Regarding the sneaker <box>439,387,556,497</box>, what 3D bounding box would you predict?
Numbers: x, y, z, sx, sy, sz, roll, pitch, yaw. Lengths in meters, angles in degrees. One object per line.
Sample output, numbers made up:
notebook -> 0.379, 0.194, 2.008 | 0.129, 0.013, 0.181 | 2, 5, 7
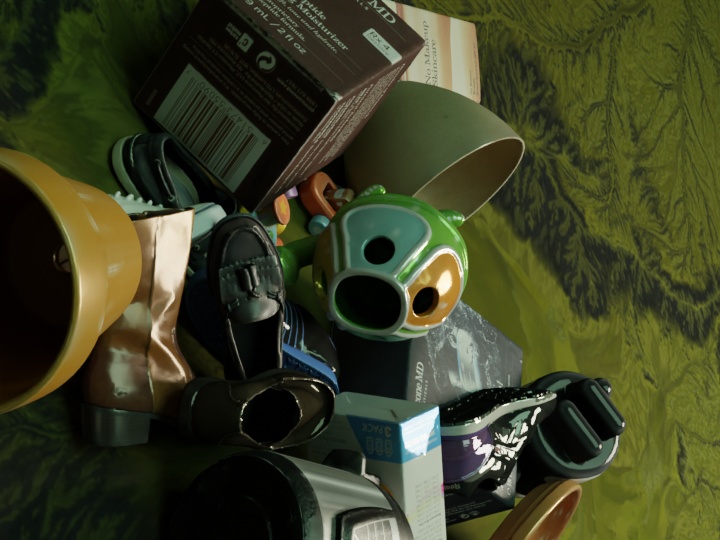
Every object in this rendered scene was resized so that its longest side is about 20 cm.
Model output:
sneaker -> 0.129, 0.171, 1.756 | 0.200, 0.076, 0.088 | -14, 102, -51

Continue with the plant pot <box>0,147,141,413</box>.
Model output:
plant pot -> -0.266, -0.001, 1.373 | 0.201, 0.200, 0.183 | 70, 20, -1

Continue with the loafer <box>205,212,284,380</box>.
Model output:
loafer -> -0.095, 0.045, 1.601 | 0.063, 0.072, 0.200 | -126, -153, -54

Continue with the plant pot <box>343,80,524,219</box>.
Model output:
plant pot -> 0.058, -0.126, 1.911 | 0.135, 0.200, 0.200 | 52, 30, 16

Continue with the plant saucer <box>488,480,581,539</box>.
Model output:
plant saucer -> 0.161, 0.299, 1.858 | 0.037, 0.200, 0.200 | 34, 29, 18

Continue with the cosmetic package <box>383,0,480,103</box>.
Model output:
cosmetic package -> 0.048, -0.243, 2.009 | 0.200, 0.087, 0.104 | 1, 84, -54

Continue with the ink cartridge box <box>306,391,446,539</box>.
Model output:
ink cartridge box -> 0.016, 0.225, 1.677 | 0.068, 0.115, 0.201 | -19, 109, -50

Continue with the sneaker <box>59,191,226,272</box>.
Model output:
sneaker -> -0.201, -0.038, 1.554 | 0.200, 0.073, 0.071 | -22, 82, -47

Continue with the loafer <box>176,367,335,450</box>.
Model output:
loafer -> -0.078, 0.130, 1.552 | 0.200, 0.071, 0.073 | -2, 100, -56

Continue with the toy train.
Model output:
toy train -> -0.063, -0.060, 1.799 | 0.150, 0.056, 0.200 | 56, 36, -20

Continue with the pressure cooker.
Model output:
pressure cooker -> -0.049, 0.253, 1.558 | 0.200, 0.176, 0.179 | 23, 27, -49

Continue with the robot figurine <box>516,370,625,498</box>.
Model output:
robot figurine -> 0.204, 0.180, 1.935 | 0.150, 0.200, 0.125 | 5, 71, -24

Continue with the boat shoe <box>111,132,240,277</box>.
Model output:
boat shoe -> -0.149, -0.055, 1.662 | 0.200, 0.066, 0.075 | 55, 35, -23

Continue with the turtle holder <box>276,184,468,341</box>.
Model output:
turtle holder -> 0.008, -0.006, 1.694 | 0.185, 0.141, 0.132 | 32, 31, 1

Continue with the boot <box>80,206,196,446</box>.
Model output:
boot -> -0.167, 0.043, 1.537 | 0.188, 0.068, 0.201 | -2, 99, -43

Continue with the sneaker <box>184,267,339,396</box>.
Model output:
sneaker -> -0.094, 0.052, 1.698 | 0.200, 0.070, 0.078 | 45, 25, -31

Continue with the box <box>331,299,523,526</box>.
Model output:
box -> 0.066, 0.135, 1.834 | 0.200, 0.117, 0.197 | 37, 46, -39

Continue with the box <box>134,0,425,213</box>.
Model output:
box -> -0.076, -0.192, 1.703 | 0.166, 0.164, 0.200 | 42, 35, 5
